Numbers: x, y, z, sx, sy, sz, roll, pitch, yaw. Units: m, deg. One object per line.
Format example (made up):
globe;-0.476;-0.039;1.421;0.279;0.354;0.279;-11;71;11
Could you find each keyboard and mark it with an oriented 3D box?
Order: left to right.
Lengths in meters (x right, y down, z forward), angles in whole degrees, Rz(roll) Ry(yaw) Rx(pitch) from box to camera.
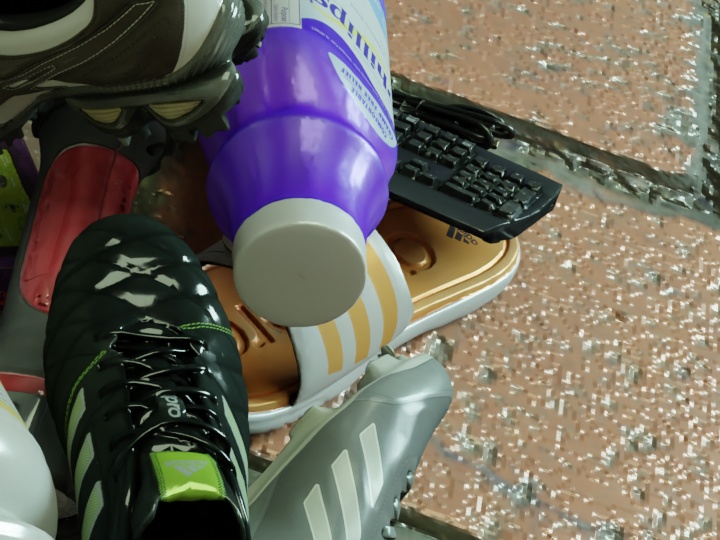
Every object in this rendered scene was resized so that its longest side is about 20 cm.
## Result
keyboard;-0.008;-0.069;1.110;0.200;0.021;0.127;25;21;13

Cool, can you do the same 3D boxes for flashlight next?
flashlight;-0.099;0.000;0.942;0.068;0.068;0.200;2;57;14

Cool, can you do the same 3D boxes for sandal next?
sandal;-0.005;-0.006;1.042;0.079;0.059;0.207;43;42;19

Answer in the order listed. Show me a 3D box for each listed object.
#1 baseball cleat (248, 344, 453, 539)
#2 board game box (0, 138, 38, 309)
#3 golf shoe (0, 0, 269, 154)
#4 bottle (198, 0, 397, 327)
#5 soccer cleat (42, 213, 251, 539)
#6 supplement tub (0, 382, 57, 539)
baseball cleat;-0.012;0.110;0.919;0.106;0.070;0.200;42;51;9
board game box;-0.197;-0.062;1.025;0.120;0.032;0.200;0;46;-33
golf shoe;-0.134;-0.087;0.928;0.200;0.095;0.078;-10;50;24
bottle;-0.024;-0.059;0.994;0.084;0.065;0.200;52;20;-32
soccer cleat;-0.060;0.063;0.831;0.067;0.081;0.200;2;61;-16
supplement tub;-0.180;0.055;0.814;0.145;0.145;0.200;-9;50;-35
